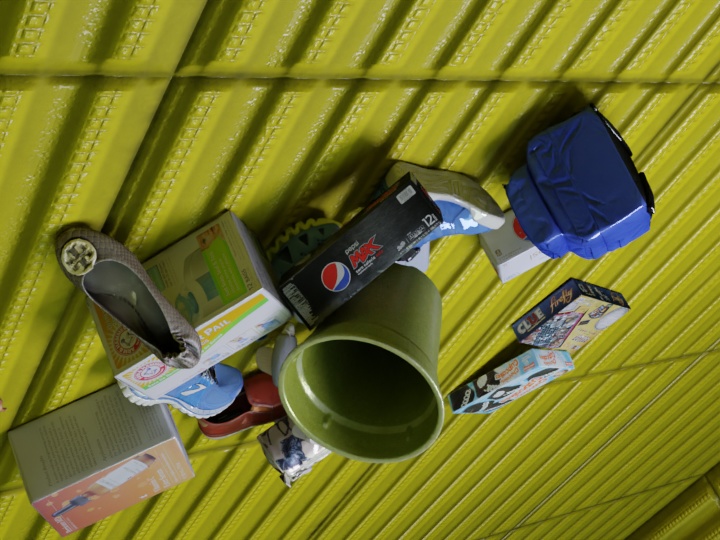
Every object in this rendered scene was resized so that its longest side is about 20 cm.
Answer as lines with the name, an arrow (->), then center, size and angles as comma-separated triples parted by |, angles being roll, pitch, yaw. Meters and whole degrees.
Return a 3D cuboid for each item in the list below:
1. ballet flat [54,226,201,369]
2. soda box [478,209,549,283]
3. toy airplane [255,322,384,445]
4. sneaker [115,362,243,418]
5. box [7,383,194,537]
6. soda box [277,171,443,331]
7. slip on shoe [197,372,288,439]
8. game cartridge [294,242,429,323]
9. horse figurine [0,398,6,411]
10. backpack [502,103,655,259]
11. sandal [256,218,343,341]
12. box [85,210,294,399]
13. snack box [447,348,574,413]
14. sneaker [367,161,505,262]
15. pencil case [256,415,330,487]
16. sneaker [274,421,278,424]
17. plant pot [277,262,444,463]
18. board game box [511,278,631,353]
ballet flat -> -0.242, 0.033, 1.312 | 0.067, 0.046, 0.200 | -38, 109, 11
soda box -> 0.263, -0.065, 1.715 | 0.198, 0.069, 0.064 | -27, 154, -2
toy airplane -> -0.031, 0.138, 1.652 | 0.198, 0.201, 0.142 | -24, 143, 1
sneaker -> -0.216, 0.134, 1.601 | 0.089, 0.079, 0.199 | -38, 152, 26
box -> -0.337, 0.243, 1.646 | 0.198, 0.107, 0.153 | -24, 154, -8
soda box -> 0.000, -0.023, 1.424 | 0.199, 0.064, 0.071 | -38, -170, 8
slip on shoe -> -0.142, 0.177, 1.761 | 0.197, 0.075, 0.061 | -23, 151, 1
game cartridge -> 0.000, 0.000, 1.619 | 0.197, 0.042, 0.134 | -24, 149, -9
horse figurine -> -0.489, 0.163, 1.415 | 0.132, 0.050, 0.201 | -37, 149, -10
backpack -> 0.277, -0.100, 1.576 | 0.166, 0.165, 0.200 | -25, 168, 15
sandal -> -0.092, 0.015, 1.502 | 0.199, 0.088, 0.079 | -38, 150, 15
box -> -0.194, 0.043, 1.423 | 0.198, 0.114, 0.101 | -30, 153, 7
snack box -> 0.260, 0.194, 2.168 | 0.199, 0.038, 0.115 | -34, 155, 34
sneaker -> 0.083, -0.061, 1.538 | 0.198, 0.077, 0.112 | 9, 130, -45
pencil case -> -0.042, 0.216, 1.741 | 0.198, 0.090, 0.078 | -32, 156, -6
sneaker -> -0.034, 0.201, 1.809 | 0.197, 0.076, 0.093 | -17, 113, -4
plant pot -> 0.020, 0.093, 1.501 | 0.197, 0.185, 0.203 | 8, 130, 10
board game box -> 0.355, 0.079, 2.094 | 0.135, 0.035, 0.199 | -40, 151, 23
